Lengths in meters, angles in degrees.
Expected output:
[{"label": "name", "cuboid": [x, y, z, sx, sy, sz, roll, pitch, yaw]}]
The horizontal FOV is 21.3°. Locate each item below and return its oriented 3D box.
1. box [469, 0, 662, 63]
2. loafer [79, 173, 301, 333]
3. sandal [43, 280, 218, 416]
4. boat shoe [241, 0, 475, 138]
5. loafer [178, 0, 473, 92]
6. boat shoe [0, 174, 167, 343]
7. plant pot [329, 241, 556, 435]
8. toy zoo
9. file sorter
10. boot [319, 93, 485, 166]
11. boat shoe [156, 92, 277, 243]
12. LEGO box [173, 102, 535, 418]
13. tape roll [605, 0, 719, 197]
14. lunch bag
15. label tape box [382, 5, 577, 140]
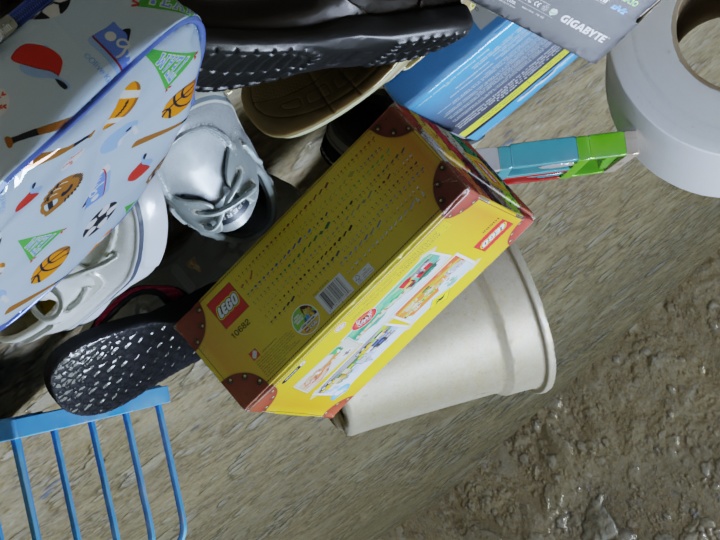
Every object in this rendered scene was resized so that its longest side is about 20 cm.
[{"label": "box", "cuboid": [0.112, -0.213, 0.949, 0.200, 0.050, 0.199, 20, 127, -37]}, {"label": "loafer", "cuboid": [-0.115, 0.014, 1.318, 0.200, 0.070, 0.070, -40, 159, 9]}, {"label": "sandal", "cuboid": [-0.135, 0.039, 1.233, 0.200, 0.045, 0.075, -23, 147, -49]}, {"label": "boat shoe", "cuboid": [0.020, -0.146, 1.096, 0.200, 0.074, 0.066, -40, 162, 11]}, {"label": "loafer", "cuboid": [-0.036, -0.140, 0.996, 0.200, 0.071, 0.073, -10, 173, -35]}, {"label": "boat shoe", "cuboid": [-0.177, -0.007, 1.081, 0.086, 0.075, 0.202, -26, 174, -32]}, {"label": "plant pot", "cuboid": [0.043, 0.049, 1.664, 0.183, 0.201, 0.200, -23, 165, -12]}, {"label": "toy zoo", "cuboid": [0.112, -0.082, 1.517, 0.200, 0.021, 0.131, -7, 177, -1]}, {"label": "file sorter", "cuboid": [-0.226, 0.159, 1.309, 0.139, 0.123, 0.200, -13, 178, 24]}, {"label": "boot", "cuboid": [0.002, -0.048, 1.358, 0.154, 0.073, 0.204, -54, 166, 22]}, {"label": "boat shoe", "cuboid": [-0.086, -0.058, 1.126, 0.070, 0.072, 0.201, -38, 168, 2]}, {"label": "LEGO box", "cuboid": [0.000, 0.000, 1.227, 0.200, 0.077, 0.149, -45, 162, 10]}, {"label": "tape roll", "cuboid": [0.289, -0.167, 1.474, 0.203, 0.203, 0.139, -37, 168, -1]}, {"label": "lunch bag", "cuboid": [-0.153, -0.056, 0.887, 0.160, 0.076, 0.200, -45, 171, -25]}, {"label": "label tape box", "cuboid": [0.091, -0.161, 1.265, 0.143, 0.066, 0.200, -39, 169, 12]}]
